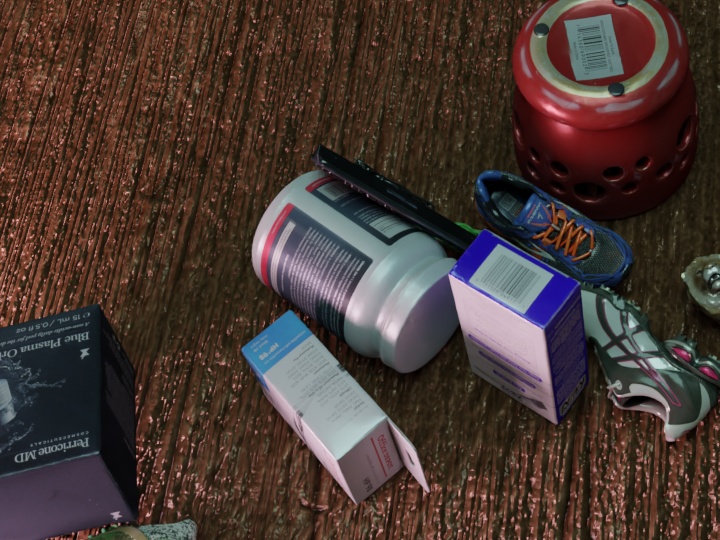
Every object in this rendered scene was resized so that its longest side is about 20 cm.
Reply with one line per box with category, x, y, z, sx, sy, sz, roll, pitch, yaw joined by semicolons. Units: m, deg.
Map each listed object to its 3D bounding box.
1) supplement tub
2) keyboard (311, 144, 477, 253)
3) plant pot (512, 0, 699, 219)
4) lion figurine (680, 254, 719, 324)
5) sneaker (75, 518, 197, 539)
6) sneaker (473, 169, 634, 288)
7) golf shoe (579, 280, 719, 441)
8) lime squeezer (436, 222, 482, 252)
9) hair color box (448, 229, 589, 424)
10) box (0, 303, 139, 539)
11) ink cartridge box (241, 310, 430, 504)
supplement tub;0.000;0.000;1.441;0.200;0.141;0.140;35;72;27
keyboard;0.038;-0.071;1.441;0.199;0.127;0.021;31;103;-7
plant pot;0.256;-0.182;1.473;0.199;0.183;0.202;-4;59;7
lion figurine;0.427;0.017;1.394;0.199;0.073;0.123;-15;49;-14
sneaker;-0.244;0.282;1.386;0.198;0.077;0.089;-4;28;11
sneaker;0.191;-0.042;1.455;0.199;0.078;0.076;30;88;28
golf shoe;0.258;0.082;1.381;0.200;0.077;0.088;34;79;27
lime squeezer;0.108;-0.017;1.486;0.199;0.038;0.071;32;67;28
hair color box;0.154;0.057;1.340;0.109;0.200;0.065;32;69;26
box;-0.333;0.160;1.408;0.195;0.118;0.201;-14;46;3
ink cartridge box;-0.024;0.147;1.375;0.067;0.116;0.200;-37;59;-11
